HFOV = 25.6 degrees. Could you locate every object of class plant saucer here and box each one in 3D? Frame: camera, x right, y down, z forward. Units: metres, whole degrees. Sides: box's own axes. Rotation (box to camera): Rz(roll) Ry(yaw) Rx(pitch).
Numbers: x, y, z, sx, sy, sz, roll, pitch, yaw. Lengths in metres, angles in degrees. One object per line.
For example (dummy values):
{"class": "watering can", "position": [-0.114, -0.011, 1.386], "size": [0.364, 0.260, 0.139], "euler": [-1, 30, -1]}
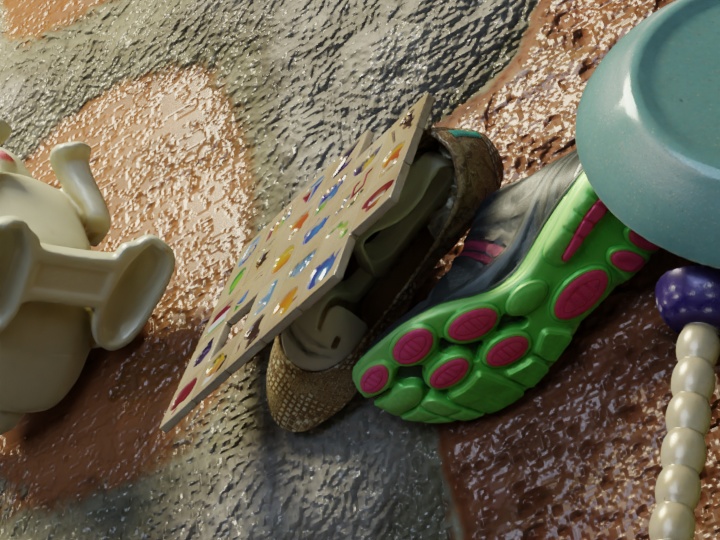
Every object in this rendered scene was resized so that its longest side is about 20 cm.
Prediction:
{"class": "plant saucer", "position": [0.204, -0.084, 0.769], "size": [0.200, 0.036, 0.200], "euler": [-6, 49, 7]}

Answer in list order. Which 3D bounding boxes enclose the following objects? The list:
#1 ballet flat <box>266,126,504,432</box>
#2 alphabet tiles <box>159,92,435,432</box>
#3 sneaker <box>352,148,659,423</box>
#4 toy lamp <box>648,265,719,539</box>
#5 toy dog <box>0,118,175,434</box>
{"class": "ballet flat", "position": [0.000, 0.000, 0.873], "size": [0.070, 0.065, 0.200], "euler": [36, 95, 30]}
{"class": "alphabet tiles", "position": [-0.032, -0.013, 0.883], "size": [0.200, 0.008, 0.167], "euler": [-41, 18, 37]}
{"class": "sneaker", "position": [0.081, 0.006, 0.838], "size": [0.200, 0.077, 0.084], "euler": [-39, 21, 7]}
{"class": "toy lamp", "position": [0.145, 0.096, 0.723], "size": [0.058, 0.058, 0.200], "euler": [-6, 53, 34]}
{"class": "toy dog", "position": [-0.234, -0.007, 1.051], "size": [0.200, 0.139, 0.194], "euler": [46, 128, 45]}
